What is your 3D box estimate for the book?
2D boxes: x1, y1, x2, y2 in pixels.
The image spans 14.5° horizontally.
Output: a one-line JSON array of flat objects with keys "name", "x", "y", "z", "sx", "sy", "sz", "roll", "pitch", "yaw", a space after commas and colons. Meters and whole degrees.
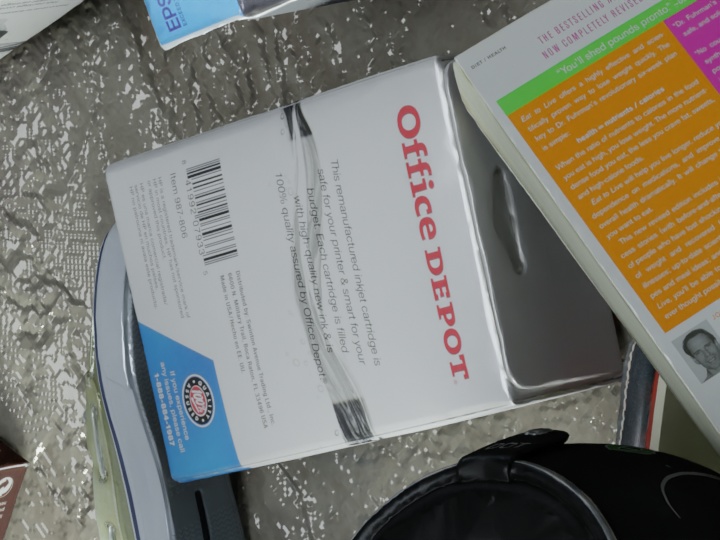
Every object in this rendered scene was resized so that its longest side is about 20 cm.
[{"name": "book", "x": 0.145, "y": -0.031, "z": 1.064, "sx": 0.134, "sy": 0.048, "sz": 0.200, "roll": -32, "pitch": 68, "yaw": -5}]

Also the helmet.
[{"name": "helmet", "x": 0.089, "y": 0.164, "z": 1.008, "sx": 0.200, "sy": 0.191, "sz": 0.200, "roll": -17, "pitch": 62, "yaw": 35}]

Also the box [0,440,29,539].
[{"name": "box", "x": -0.251, "y": 0.160, "z": 1.443, "sx": 0.100, "sy": 0.075, "sz": 0.200, "roll": 35, "pitch": 118, "yaw": 32}]

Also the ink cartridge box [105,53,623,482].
[{"name": "ink cartridge box", "x": 0.000, "y": 0.000, "z": 1.204, "sx": 0.200, "sy": 0.084, "sz": 0.145, "roll": -15, "pitch": 86, "yaw": 41}]

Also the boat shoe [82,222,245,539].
[{"name": "boat shoe", "x": -0.101, "y": 0.073, "z": 1.307, "sx": 0.062, "sy": 0.072, "sz": 0.200, "roll": -3, "pitch": 96, "yaw": 38}]

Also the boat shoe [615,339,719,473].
[{"name": "boat shoe", "x": 0.115, "y": 0.117, "z": 1.134, "sx": 0.063, "sy": 0.071, "sz": 0.200, "roll": 8, "pitch": 105, "yaw": 42}]

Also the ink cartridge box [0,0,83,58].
[{"name": "ink cartridge box", "x": -0.204, "y": -0.173, "z": 1.334, "sx": 0.200, "sy": 0.084, "sz": 0.144, "roll": -25, "pitch": 78, "yaw": 51}]

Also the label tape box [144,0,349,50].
[{"name": "label tape box", "x": -0.007, "y": -0.189, "z": 1.157, "sx": 0.200, "sy": 0.066, "sz": 0.143, "roll": -20, "pitch": 87, "yaw": 21}]
